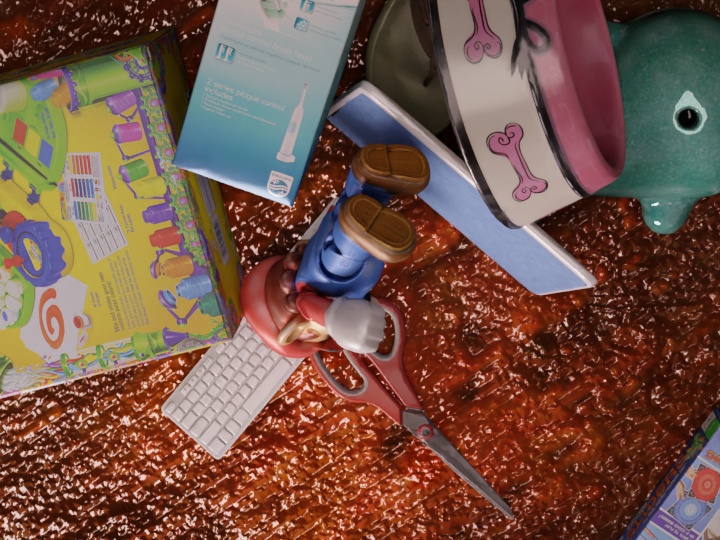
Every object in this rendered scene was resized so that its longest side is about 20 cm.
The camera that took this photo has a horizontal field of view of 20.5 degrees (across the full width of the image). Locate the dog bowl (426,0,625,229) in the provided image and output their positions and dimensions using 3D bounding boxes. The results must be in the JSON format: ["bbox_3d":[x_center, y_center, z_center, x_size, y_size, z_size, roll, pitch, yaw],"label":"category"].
[{"bbox_3d":[0.106,-0.129,1.218,0.074,0.200,0.200,-12,102,18],"label":"dog bowl"}]

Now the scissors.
[{"bbox_3d":[0.033,0.108,1.416,0.073,0.014,0.200,-30,101,5],"label":"scissors"}]

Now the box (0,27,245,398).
[{"bbox_3d":[-0.196,-0.038,1.328,0.193,0.122,0.200,-14,101,6],"label":"box"}]

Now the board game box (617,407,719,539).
[{"bbox_3d":[0.298,0.208,1.419,0.200,0.034,0.135,34,101,-6],"label":"board game box"}]

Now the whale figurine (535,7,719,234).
[{"bbox_3d":[0.178,-0.093,1.323,0.200,0.104,0.159,-22,101,6],"label":"whale figurine"}]

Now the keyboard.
[{"bbox_3d":[-0.058,0.041,1.396,0.056,0.011,0.200,42,100,10],"label":"keyboard"}]

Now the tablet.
[{"bbox_3d":[0.065,-0.052,1.323,0.200,0.130,0.014,40,80,-7],"label":"tablet"}]

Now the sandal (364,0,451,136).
[{"bbox_3d":[0.062,-0.183,1.329,0.080,0.057,0.201,25,101,-4],"label":"sandal"}]

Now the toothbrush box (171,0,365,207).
[{"bbox_3d":[-0.041,-0.166,1.239,0.085,0.146,0.200,20,127,-2],"label":"toothbrush box"}]

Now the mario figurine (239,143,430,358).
[{"bbox_3d":[0.000,0.000,1.302,0.123,0.200,0.106,-34,80,-33],"label":"mario figurine"}]
